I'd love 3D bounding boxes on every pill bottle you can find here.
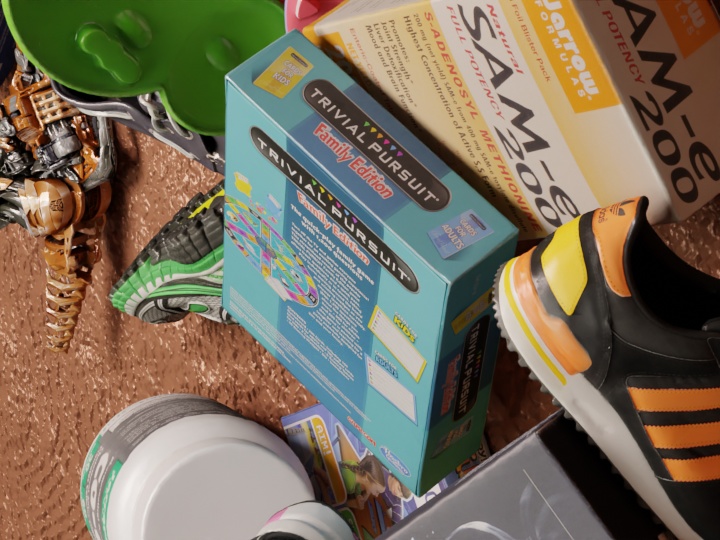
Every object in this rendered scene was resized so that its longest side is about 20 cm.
[{"bbox_3d":[-0.087,0.130,1.522,0.200,0.113,0.113,-170,67,-78],"label":"pill bottle"}]

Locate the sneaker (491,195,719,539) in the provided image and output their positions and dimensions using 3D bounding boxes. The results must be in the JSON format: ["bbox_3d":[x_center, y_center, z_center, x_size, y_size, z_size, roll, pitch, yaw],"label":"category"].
[{"bbox_3d":[0.150,0.054,1.197,0.200,0.070,0.090,45,124,-13],"label":"sneaker"}]

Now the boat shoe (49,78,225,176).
[{"bbox_3d":[-0.101,-0.088,1.553,0.200,0.063,0.073,27,122,47],"label":"boat shoe"}]

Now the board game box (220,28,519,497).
[{"bbox_3d":[0.000,0.000,1.341,0.151,0.047,0.200,43,154,21],"label":"board game box"}]

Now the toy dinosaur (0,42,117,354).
[{"bbox_3d":[-0.199,-0.053,1.695,0.136,0.102,0.200,6,86,38],"label":"toy dinosaur"}]

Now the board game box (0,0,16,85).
[{"bbox_3d":[-0.255,-0.234,1.722,0.200,0.062,0.200,59,143,24],"label":"board game box"}]

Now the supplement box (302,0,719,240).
[{"bbox_3d":[0.077,-0.084,1.261,0.200,0.074,0.126,-7,115,56],"label":"supplement box"}]

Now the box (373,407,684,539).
[{"bbox_3d":[0.092,0.182,1.255,0.182,0.104,0.200,-39,85,31],"label":"box"}]

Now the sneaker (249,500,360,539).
[{"bbox_3d":[-0.012,0.215,1.346,0.080,0.086,0.200,-42,78,37],"label":"sneaker"}]

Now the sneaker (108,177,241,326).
[{"bbox_3d":[-0.077,0.006,1.547,0.085,0.078,0.200,45,160,-8],"label":"sneaker"}]

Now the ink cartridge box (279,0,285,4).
[{"bbox_3d":[-0.103,-0.222,1.519,0.163,0.057,0.200,25,118,49],"label":"ink cartridge box"}]

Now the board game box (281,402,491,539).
[{"bbox_3d":[0.034,0.156,1.481,0.135,0.034,0.200,-23,84,56],"label":"board game box"}]

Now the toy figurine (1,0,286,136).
[{"bbox_3d":[-0.135,-0.182,1.489,0.200,0.150,0.184,46,180,-40],"label":"toy figurine"}]

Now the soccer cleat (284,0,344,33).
[{"bbox_3d":[-0.006,-0.185,1.392,0.076,0.067,0.200,-99,8,-57],"label":"soccer cleat"}]
